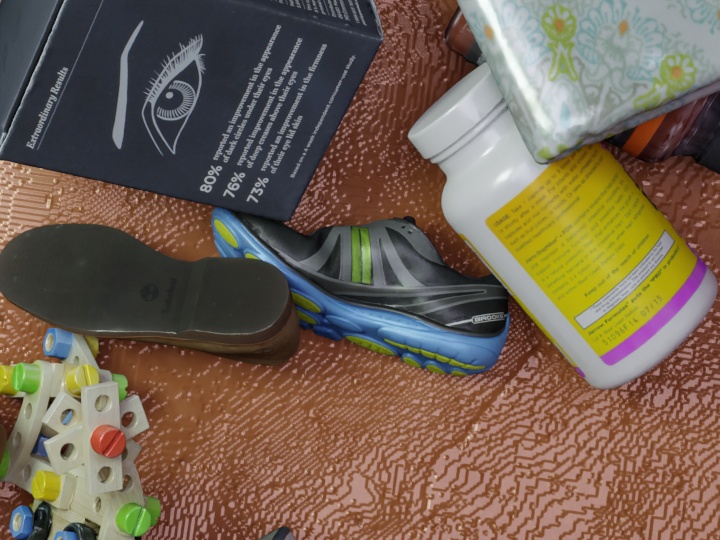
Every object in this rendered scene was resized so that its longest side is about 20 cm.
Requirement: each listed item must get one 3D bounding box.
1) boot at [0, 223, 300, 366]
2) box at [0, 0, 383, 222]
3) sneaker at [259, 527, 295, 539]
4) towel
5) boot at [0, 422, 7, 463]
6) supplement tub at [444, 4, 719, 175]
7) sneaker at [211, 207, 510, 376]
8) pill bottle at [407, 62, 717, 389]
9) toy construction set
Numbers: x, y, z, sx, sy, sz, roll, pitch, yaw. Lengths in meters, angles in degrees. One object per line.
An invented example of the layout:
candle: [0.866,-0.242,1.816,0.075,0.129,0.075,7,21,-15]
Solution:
boot: [-0.131,0.023,1.684,0.199,0.076,0.074,11,67,18]
box: [-0.110,-0.132,1.617,0.199,0.105,0.148,13,125,-25]
sneaker: [-0.051,0.254,1.618,0.077,0.203,0.147,-31,104,26]
towel: [0.156,-0.176,1.626,0.199,0.048,0.172,-23,79,-15]
boot: [-0.304,0.137,1.642,0.154,0.074,0.201,31,94,35]
supplement tub: [0.159,-0.138,1.695,0.199,0.107,0.107,30,83,0]
sneaker: [0.000,0.000,1.698,0.198,0.071,0.083,21,70,-2]
pill bottle: [0.120,-0.031,1.668,0.104,0.104,0.200,-42,99,-6]
toy construction set: [-0.165,0.108,1.617,0.092,0.200,0.132,13,92,-18]
